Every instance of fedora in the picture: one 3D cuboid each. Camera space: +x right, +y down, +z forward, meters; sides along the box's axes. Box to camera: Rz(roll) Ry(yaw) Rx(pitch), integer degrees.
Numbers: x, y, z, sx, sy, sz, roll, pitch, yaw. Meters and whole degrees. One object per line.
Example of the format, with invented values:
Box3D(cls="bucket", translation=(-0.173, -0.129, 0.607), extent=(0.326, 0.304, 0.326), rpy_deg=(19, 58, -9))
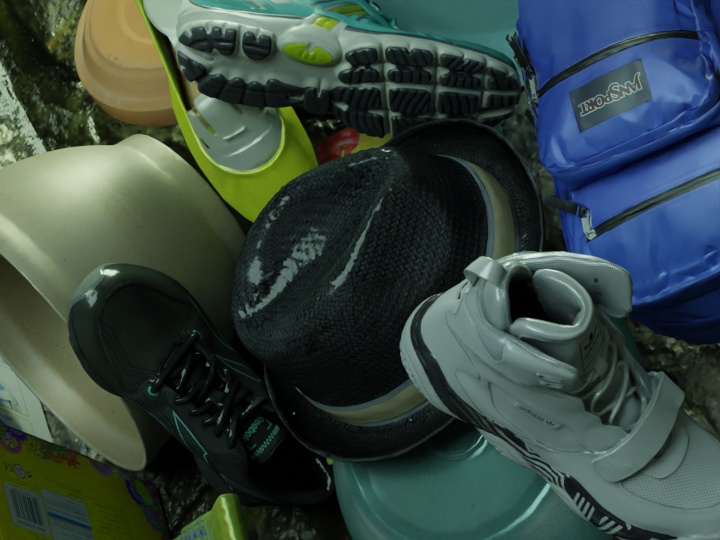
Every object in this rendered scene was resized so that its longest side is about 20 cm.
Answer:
Box3D(cls="fedora", translation=(0.000, 0.000, 1.295), extent=(0.200, 0.091, 0.201), rpy_deg=(-19, 60, 37))

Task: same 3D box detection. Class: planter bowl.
Box3D(cls="planter bowl", translation=(-0.148, 0.003, 1.475), extent=(0.135, 0.200, 0.200), rpy_deg=(-40, 47, -19))

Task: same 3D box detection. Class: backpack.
Box3D(cls="backpack", translation=(0.165, -0.068, 1.278), extent=(0.162, 0.168, 0.201), rpy_deg=(-27, 61, 32))

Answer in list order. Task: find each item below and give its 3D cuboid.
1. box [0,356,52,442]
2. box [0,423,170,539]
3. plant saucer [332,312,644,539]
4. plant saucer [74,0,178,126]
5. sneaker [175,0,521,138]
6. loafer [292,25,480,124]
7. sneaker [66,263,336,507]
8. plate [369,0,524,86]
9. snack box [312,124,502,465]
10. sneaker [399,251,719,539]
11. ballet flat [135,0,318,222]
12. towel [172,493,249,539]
Box3D(cls="box", translation=(-0.286, 0.077, 1.583), extent=(0.112, 0.101, 0.200), rpy_deg=(-35, 55, 19))
Box3D(cls="box", translation=(-0.239, 0.196, 1.436), extent=(0.192, 0.200, 0.122), rpy_deg=(-33, 56, 21))
Box3D(cls="plant saucer", translation=(0.059, 0.084, 1.312), extent=(0.200, 0.036, 0.201), rpy_deg=(-11, 69, 31))
Box3D(cls="plant saucer", translation=(-0.097, -0.178, 1.531), extent=(0.200, 0.032, 0.201), rpy_deg=(-20, 45, 21))
Box3D(cls="sneaker", translation=(-0.004, -0.132, 1.377), extent=(0.199, 0.078, 0.080), rpy_deg=(14, 52, -1))
Box3D(cls="loafer", translation=(-0.015, -0.131, 1.497), extent=(0.200, 0.063, 0.072), rpy_deg=(-11, 63, 32))
Box3D(cls="sneaker", translation=(-0.083, 0.066, 1.368), extent=(0.079, 0.200, 0.075), rpy_deg=(18, 67, 52))
Box3D(cls="plate", translation=(0.063, -0.187, 1.390), extent=(0.200, 0.200, 0.026), rpy_deg=(-24, 36, 26))
Box3D(cls="snack box", translation=(0.030, 0.003, 1.415), extent=(0.142, 0.053, 0.201), rpy_deg=(-28, 59, 26))
Box3D(cls="sneaker", translation=(0.118, 0.062, 1.186), extent=(0.200, 0.115, 0.075), rpy_deg=(32, 64, 0))
Box3D(cls="ballet flat", translation=(-0.088, -0.113, 1.426), extent=(0.067, 0.067, 0.200), rpy_deg=(-28, 79, 8))
Box3D(cls="towel", translation=(-0.081, 0.233, 1.355), extent=(0.144, 0.023, 0.201), rpy_deg=(141, 126, -66))
